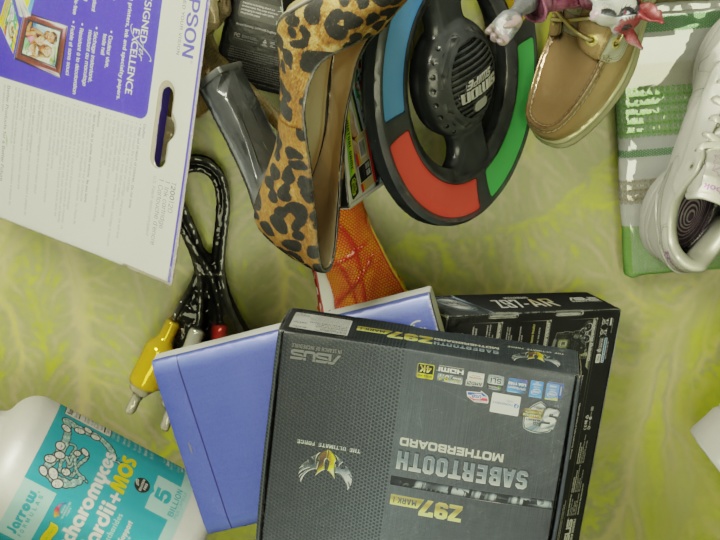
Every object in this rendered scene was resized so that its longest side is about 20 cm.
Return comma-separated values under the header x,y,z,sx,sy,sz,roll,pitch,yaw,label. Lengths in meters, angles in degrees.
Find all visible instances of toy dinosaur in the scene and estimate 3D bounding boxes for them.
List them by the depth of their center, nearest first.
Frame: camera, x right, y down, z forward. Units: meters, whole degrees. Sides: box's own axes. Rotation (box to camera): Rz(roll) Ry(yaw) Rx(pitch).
x,y,z,sx,sy,sz,roll,pitch,yaw,label
-0.111,-0.146,1.030,0.199,0.058,0.102,20,116,23,toy dinosaur

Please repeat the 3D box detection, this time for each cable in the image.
x,y,z,sx,sy,sz,roll,pitch,yaw,label
-0.111,0.020,1.108,0.096,0.050,0.202,10,105,-6,cable

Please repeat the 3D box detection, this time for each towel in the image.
x,y,z,sx,sy,sz,roll,pitch,yaw,label
0.259,-0.099,1.109,0.148,0.031,0.202,-4,107,1,towel

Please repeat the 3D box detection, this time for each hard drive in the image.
x,y,z,sx,sy,sz,roll,pitch,yaw,label
-0.030,0.098,1.042,0.198,0.025,0.133,-14,104,11,hard drive

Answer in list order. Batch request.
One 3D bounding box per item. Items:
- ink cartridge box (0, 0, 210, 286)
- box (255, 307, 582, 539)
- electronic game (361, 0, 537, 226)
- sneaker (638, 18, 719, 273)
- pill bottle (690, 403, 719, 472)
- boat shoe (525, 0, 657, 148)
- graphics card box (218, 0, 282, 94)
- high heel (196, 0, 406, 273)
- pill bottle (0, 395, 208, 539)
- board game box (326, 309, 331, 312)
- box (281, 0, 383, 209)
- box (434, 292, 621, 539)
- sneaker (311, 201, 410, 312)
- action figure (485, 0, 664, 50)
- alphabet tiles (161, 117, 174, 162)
x,y,z,sx,sy,sz,roll,pitch,yaw,label
-0.172,-0.111,1.005,0.199,0.043,0.200,20,107,33,ink cartridge box
0.037,0.119,0.999,0.198,0.051,0.159,9,108,5,box
0.064,-0.130,1.020,0.041,0.199,0.202,8,109,35,electronic game
0.257,-0.088,1.045,0.074,0.100,0.202,16,105,-4,sneaker
0.348,0.091,1.115,0.200,0.114,0.114,-42,103,8,pill bottle
0.162,-0.184,1.046,0.066,0.074,0.201,20,97,-50,boat shoe
-0.021,-0.217,1.050,0.124,0.051,0.202,12,103,-6,graphics card box
-0.005,-0.090,0.894,0.199,0.071,0.143,-29,88,44,high heel
-0.212,0.165,1.111,0.199,0.111,0.111,28,102,-9,pill bottle
0.001,0.119,1.114,0.104,0.024,0.200,-36,125,16,board game box
-0.012,-0.151,0.985,0.034,0.110,0.202,1,108,22,box
0.102,0.119,1.112,0.159,0.043,0.202,-2,107,-31,box
0.000,0.000,1.104,0.076,0.073,0.202,-10,116,-3,sneaker
0.126,-0.225,0.989,0.134,0.149,0.201,-36,89,19,action figure
-0.220,-0.133,1.082,0.194,0.015,0.201,28,102,-9,alphabet tiles
